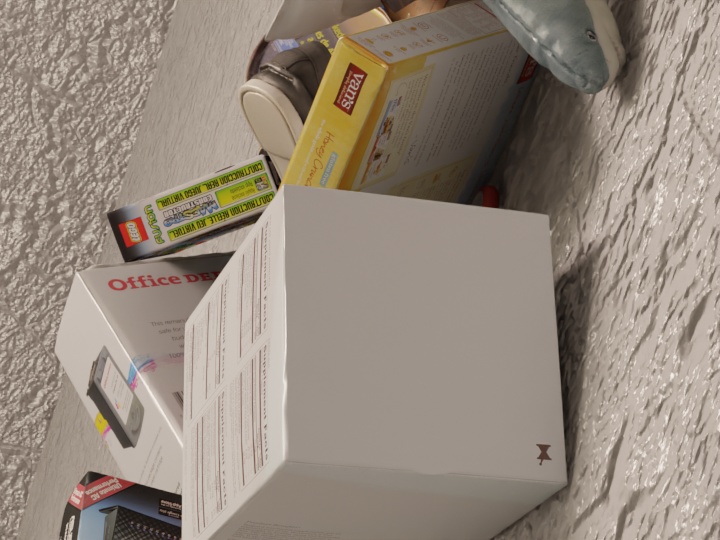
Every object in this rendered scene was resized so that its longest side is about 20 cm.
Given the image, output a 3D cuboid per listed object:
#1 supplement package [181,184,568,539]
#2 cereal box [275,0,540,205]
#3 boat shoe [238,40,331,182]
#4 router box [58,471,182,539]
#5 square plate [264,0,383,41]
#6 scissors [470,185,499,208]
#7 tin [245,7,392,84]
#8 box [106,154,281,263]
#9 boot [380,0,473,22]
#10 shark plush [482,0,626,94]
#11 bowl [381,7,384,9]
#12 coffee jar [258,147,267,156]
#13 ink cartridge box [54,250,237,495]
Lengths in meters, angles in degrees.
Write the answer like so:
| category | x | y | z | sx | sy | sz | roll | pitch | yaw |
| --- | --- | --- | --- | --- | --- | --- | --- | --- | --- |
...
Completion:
| category | x | y | z | sx | sy | sz | roll | pitch | yaw |
| --- | --- | --- | --- | --- | --- | --- | --- | --- | --- |
| supplement package | 0.001 | 0.068 | 1.115 | 0.200 | 0.152 | 0.151 | 130 | 142 | -61 |
| cereal box | 0.032 | -0.084 | 1.205 | 0.200 | 0.040 | 0.144 | -24 | -37 | -54 |
| boat shoe | -0.016 | -0.052 | 1.275 | 0.067 | 0.200 | 0.057 | 25 | 57 | 41 |
| router box | -0.090 | 0.217 | 1.248 | 0.150 | 0.200 | 0.062 | -89 | 20 | -47 |
| square plate | 0.047 | -0.230 | 1.281 | 0.198 | 0.028 | 0.200 | -29 | -21 | -45 |
| scissors | 0.048 | 0.023 | 1.317 | 0.200 | 0.014 | 0.073 | 120 | 161 | -46 |
| tin | -0.004 | -0.106 | 1.387 | 0.112 | 0.042 | 0.200 | -33 | 49 | 6 |
| box | -0.098 | -0.043 | 1.397 | 0.200 | 0.110 | 0.035 | -29 | -82 | -85 |
| boot | 0.079 | -0.195 | 1.253 | 0.146 | 0.070 | 0.200 | -39 | -20 | 1 |
| shark plush | 0.070 | -0.176 | 1.121 | 0.083 | 0.200 | 0.091 | -43 | -1 | -44 |
| bowl | 0.031 | -0.275 | 1.517 | 0.201 | 0.039 | 0.201 | 14 | -90 | -81 |
| coffee jar | -0.024 | -0.146 | 1.655 | 0.104 | 0.085 | 0.200 | 165 | 119 | -75 |
| ink cartridge box | -0.098 | 0.086 | 1.394 | 0.200 | 0.147 | 0.086 | 54 | 135 | 38 |
